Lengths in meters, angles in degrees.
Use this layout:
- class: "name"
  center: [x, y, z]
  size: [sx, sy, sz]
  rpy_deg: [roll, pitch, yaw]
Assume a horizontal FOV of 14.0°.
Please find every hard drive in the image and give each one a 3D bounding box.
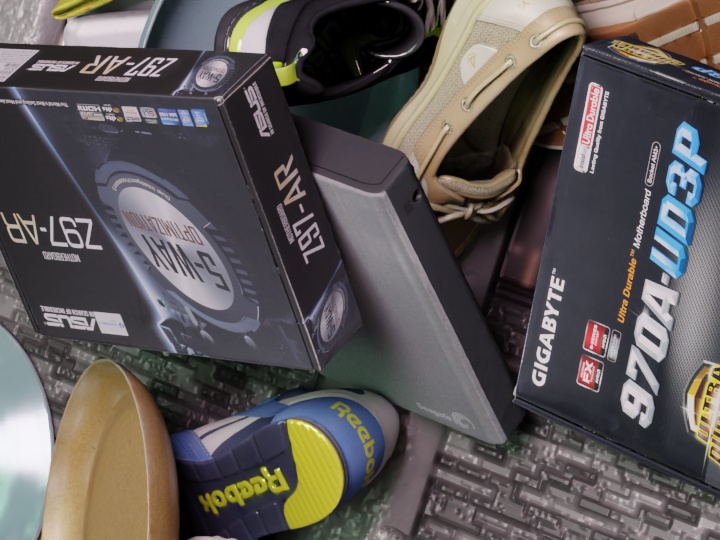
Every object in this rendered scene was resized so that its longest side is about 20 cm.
- class: "hard drive"
  center: [0.000, 0.000, 1.524]
  size: [0.139, 0.200, 0.033]
  rpy_deg: [20, 61, 38]

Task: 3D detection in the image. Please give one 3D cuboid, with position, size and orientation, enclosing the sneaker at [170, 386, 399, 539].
- class: "sneaker"
  center: [-0.056, 0.110, 1.621]
  size: [0.199, 0.082, 0.074]
  rpy_deg: [-14, 104, 46]

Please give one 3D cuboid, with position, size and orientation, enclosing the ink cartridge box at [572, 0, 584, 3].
- class: "ink cartridge box"
  center: [0.123, -0.258, 1.548]
  size: [0.146, 0.083, 0.201]
  rpy_deg: [-29, 71, 25]

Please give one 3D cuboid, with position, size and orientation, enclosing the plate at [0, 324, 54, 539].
- class: "plate"
  center: [-0.271, 0.116, 1.769]
  size: [0.199, 0.026, 0.201]
  rpy_deg: [-5, 81, 31]

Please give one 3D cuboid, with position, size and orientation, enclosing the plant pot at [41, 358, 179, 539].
- class: "plant pot"
  center: [-0.136, 0.149, 1.609]
  size: [0.200, 0.027, 0.201]
  rpy_deg: [-175, 90, -68]

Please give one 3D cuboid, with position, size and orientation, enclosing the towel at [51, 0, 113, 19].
- class: "towel"
  center: [-0.108, -0.199, 1.632]
  size: [0.086, 0.200, 0.018]
  rpy_deg: [-21, 115, 25]

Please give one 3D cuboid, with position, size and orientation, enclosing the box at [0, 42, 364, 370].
- class: "box"
  center: [-0.108, -0.035, 1.483]
  size: [0.199, 0.044, 0.161]
  rpy_deg: [6, 128, 37]

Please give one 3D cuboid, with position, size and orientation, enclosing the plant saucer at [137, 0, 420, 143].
- class: "plant saucer"
  center: [-0.049, -0.101, 1.568]
  size: [0.027, 0.200, 0.201]
  rpy_deg: [19, 94, 45]

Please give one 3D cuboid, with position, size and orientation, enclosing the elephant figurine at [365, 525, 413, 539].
- class: "elephant figurine"
  center: [0.102, 0.223, 1.474]
  size: [0.200, 0.141, 0.156]
  rpy_deg: [-127, 26, -48]

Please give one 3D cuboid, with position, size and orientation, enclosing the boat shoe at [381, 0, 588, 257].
- class: "boat shoe"
  center: [0.064, -0.070, 1.530]
  size: [0.063, 0.073, 0.201]
  rpy_deg: [56, 136, 35]

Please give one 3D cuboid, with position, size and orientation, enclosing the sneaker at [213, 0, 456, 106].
- class: "sneaker"
  center: [0.014, -0.124, 1.538]
  size: [0.083, 0.200, 0.072]
  rpy_deg: [11, 120, 46]

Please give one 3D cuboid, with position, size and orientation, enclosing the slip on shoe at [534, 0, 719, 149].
- class: "slip on shoe"
  center: [0.146, -0.117, 1.534]
  size: [0.199, 0.061, 0.076]
  rpy_deg: [-18, 103, 45]

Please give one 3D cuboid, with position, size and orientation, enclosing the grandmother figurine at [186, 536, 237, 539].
- class: "grandmother figurine"
  center: [-0.032, 0.213, 1.554]
  size: [0.200, 0.121, 0.061]
  rpy_deg: [40, 94, 21]

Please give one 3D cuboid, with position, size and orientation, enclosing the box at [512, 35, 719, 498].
- class: "box"
  center: [0.168, 0.001, 1.475]
  size: [0.158, 0.046, 0.201]
  rpy_deg: [24, 115, 32]

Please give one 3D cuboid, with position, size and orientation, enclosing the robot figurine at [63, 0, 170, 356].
- class: "robot figurine"
  center: [-0.122, -0.057, 1.629]
  size: [0.112, 0.170, 0.201]
  rpy_deg: [-3, 115, 2]
